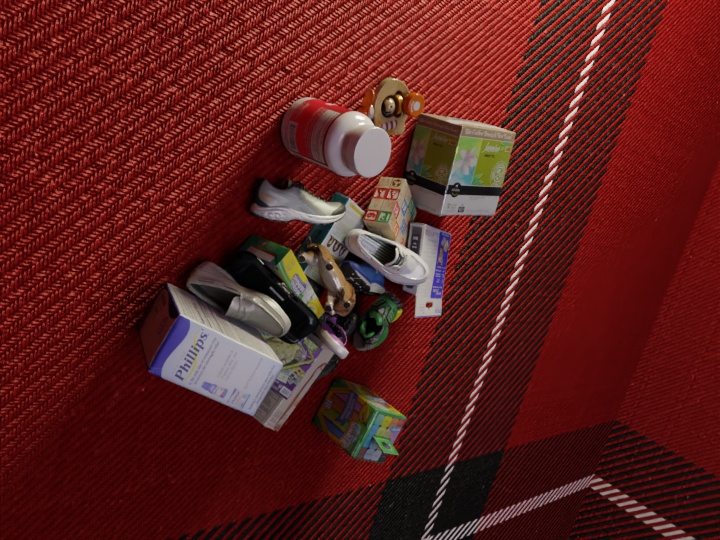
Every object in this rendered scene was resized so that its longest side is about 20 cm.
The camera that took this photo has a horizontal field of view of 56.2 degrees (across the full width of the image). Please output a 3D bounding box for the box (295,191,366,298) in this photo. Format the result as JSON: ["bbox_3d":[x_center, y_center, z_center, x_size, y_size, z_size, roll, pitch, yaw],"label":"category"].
[{"bbox_3d":[-0.068,-0.051,1.372,0.201,0.049,0.082,-58,139,-5],"label":"box"}]

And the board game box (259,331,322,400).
[{"bbox_3d":[-0.184,0.140,1.290,0.199,0.032,0.120,39,84,-11],"label":"board game box"}]

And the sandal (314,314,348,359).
[{"bbox_3d":[-0.058,0.121,1.358,0.050,0.203,0.082,-46,117,-1],"label":"sandal"}]

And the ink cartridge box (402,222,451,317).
[{"bbox_3d":[0.148,0.003,1.518,0.198,0.043,0.203,8,89,-66],"label":"ink cartridge box"}]

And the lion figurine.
[{"bbox_3d":[-0.061,0.009,1.308,0.072,0.123,0.202,-16,111,8],"label":"lion figurine"}]

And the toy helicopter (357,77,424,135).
[{"bbox_3d":[0.034,-0.282,1.337,0.131,0.079,0.202,7,109,-45],"label":"toy helicopter"}]

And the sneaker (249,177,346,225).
[{"bbox_3d":[-0.109,-0.129,1.264,0.198,0.074,0.080,2,101,-36],"label":"sneaker"}]

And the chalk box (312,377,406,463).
[{"bbox_3d":[0.011,0.355,1.549,0.124,0.199,0.125,28,91,-48],"label":"chalk box"}]

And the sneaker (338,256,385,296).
[{"bbox_3d":[0.000,0.000,1.439,0.200,0.078,0.090,27,64,-69],"label":"sneaker"}]

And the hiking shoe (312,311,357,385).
[{"bbox_3d":[-0.076,0.173,1.477,0.200,0.076,0.101,-46,148,-8],"label":"hiking shoe"}]

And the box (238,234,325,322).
[{"bbox_3d":[-0.144,0.029,1.287,0.048,0.117,0.201,-49,137,-22],"label":"box"}]

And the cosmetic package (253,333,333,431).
[{"bbox_3d":[-0.156,0.212,1.371,0.201,0.103,0.087,-52,157,-9],"label":"cosmetic package"}]

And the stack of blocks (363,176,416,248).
[{"bbox_3d":[0.077,-0.091,1.455,0.201,0.058,0.116,63,42,-52],"label":"stack of blocks"}]

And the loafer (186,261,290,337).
[{"bbox_3d":[-0.216,0.061,1.190,0.070,0.199,0.070,-58,-179,36],"label":"loafer"}]

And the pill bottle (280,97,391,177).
[{"bbox_3d":[-0.043,-0.232,1.190,0.112,0.199,0.114,-22,126,-35],"label":"pill bottle"}]

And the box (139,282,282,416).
[{"bbox_3d":[-0.257,0.131,1.141,0.199,0.184,0.106,31,91,-27],"label":"box"}]

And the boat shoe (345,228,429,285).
[{"bbox_3d":[0.061,-0.021,1.366,0.198,0.067,0.074,22,86,-20],"label":"boat shoe"}]

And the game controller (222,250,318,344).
[{"bbox_3d":[-0.167,0.052,1.236,0.200,0.104,0.042,45,33,-11],"label":"game controller"}]

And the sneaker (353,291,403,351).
[{"bbox_3d":[0.019,0.122,1.485,0.085,0.078,0.201,-35,163,-35],"label":"sneaker"}]

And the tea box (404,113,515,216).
[{"bbox_3d":[0.215,-0.232,1.496,0.198,0.133,0.199,-6,114,-43],"label":"tea box"}]
